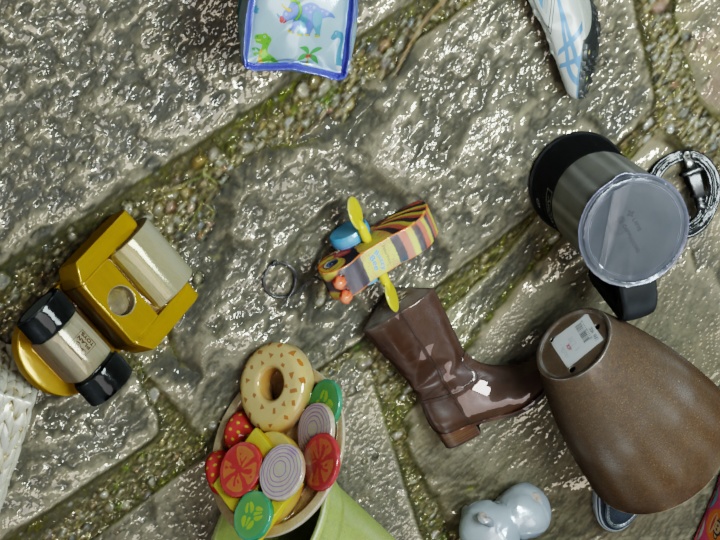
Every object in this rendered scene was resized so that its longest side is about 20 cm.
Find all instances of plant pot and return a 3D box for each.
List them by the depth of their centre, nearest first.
[{"bbox_3d":[0.284,0.136,1.277,0.186,0.188,0.200,-40,123,7],"label":"plant pot"},{"bbox_3d":[-0.046,0.335,1.335,0.184,0.201,0.201,38,101,-30],"label":"plant pot"}]

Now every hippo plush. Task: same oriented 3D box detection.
[{"bbox_3d":[0.180,0.352,1.406,0.198,0.159,0.162,-27,80,-13],"label":"hippo plush"}]

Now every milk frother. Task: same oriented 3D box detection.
[{"bbox_3d":[0.308,-0.069,1.231,0.198,0.188,0.182,-33,111,5],"label":"milk frother"}]

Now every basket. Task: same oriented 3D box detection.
[{"bbox_3d":[-0.427,0.179,1.245,0.122,0.136,0.203,17,107,-15],"label":"basket"}]

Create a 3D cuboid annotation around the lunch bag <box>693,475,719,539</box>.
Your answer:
[{"bbox_3d":[0.527,0.323,1.458,0.173,0.082,0.203,9,109,-15],"label":"lunch bag"}]

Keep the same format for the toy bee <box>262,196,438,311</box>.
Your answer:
[{"bbox_3d":[0.000,0.000,1.256,0.131,0.109,0.200,42,99,-20],"label":"toy bee"}]

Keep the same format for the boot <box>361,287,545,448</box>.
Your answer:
[{"bbox_3d":[0.120,0.083,1.330,0.185,0.064,0.201,-33,105,2],"label":"boot"}]

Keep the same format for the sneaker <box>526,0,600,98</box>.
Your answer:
[{"bbox_3d":[0.208,-0.277,1.218,0.071,0.072,0.203,-1,121,29],"label":"sneaker"}]

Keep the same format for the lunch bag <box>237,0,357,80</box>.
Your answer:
[{"bbox_3d":[-0.052,-0.299,1.112,0.125,0.170,0.204,3,107,-8],"label":"lunch bag"}]

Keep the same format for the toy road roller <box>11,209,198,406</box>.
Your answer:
[{"bbox_3d":[-0.288,0.044,1.242,0.123,0.145,0.201,50,59,-19],"label":"toy road roller"}]

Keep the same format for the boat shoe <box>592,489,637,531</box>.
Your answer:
[{"bbox_3d":[0.343,0.242,1.394,0.070,0.091,0.203,14,107,-12],"label":"boat shoe"}]

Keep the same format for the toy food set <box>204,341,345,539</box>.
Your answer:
[{"bbox_3d":[-0.094,0.193,1.271,0.201,0.198,0.048,-53,137,4],"label":"toy food set"}]
